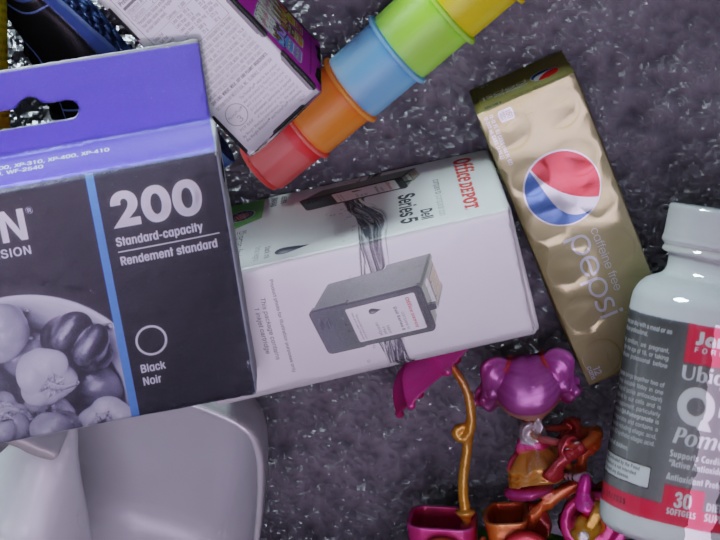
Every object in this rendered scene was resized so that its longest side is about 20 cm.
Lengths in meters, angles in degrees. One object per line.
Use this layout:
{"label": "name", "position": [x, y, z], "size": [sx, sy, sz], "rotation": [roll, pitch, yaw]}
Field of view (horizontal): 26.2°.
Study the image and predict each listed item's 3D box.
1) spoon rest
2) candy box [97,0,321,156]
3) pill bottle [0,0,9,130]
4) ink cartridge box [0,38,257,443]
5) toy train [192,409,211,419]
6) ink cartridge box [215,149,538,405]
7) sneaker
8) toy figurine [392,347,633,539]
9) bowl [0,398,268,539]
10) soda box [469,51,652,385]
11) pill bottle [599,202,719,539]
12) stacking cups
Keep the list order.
{"label": "spoon rest", "position": [-0.207, 0.143, 0.975], "size": [0.099, 0.061, 0.201], "rotation": [24, 138, 1]}
{"label": "candy box", "position": [-0.110, -0.171, 0.905], "size": [0.061, 0.137, 0.200], "rotation": [-40, 105, 12]}
{"label": "pill bottle", "position": [-0.256, -0.127, 0.883], "size": [0.108, 0.109, 0.202], "rotation": [-1, 96, -1]}
{"label": "ink cartridge box", "position": [-0.166, -0.011, 0.846], "size": [0.196, 0.043, 0.202], "rotation": [-11, 108, -6]}
{"label": "toy train", "position": [-0.143, 0.017, 1.025], "size": [0.056, 0.042, 0.200], "rotation": [-40, 106, 2]}
{"label": "ink cartridge box", "position": [0.000, 0.000, 0.964], "size": [0.198, 0.146, 0.085], "rotation": [-13, 109, 3]}
{"label": "sneaker", "position": [-0.171, -0.111, 0.961], "size": [0.078, 0.070, 0.200], "rotation": [-42, 106, 8]}
{"label": "toy figurine", "position": [0.096, 0.116, 1.017], "size": [0.198, 0.150, 0.186], "rotation": [-5, 102, 10]}
{"label": "bowl", "position": [-0.153, 0.131, 1.022], "size": [0.198, 0.075, 0.201], "rotation": [14, 125, 5]}
{"label": "soda box", "position": [0.138, -0.032, 0.999], "size": [0.067, 0.064, 0.201], "rotation": [-22, 108, 7]}
{"label": "pill bottle", "position": [0.212, 0.064, 0.941], "size": [0.109, 0.111, 0.202], "rotation": [7, 95, -4]}
{"label": "stacking cups", "position": [0.008, -0.126, 0.963], "size": [0.200, 0.061, 0.061], "rotation": [-39, 106, 12]}
